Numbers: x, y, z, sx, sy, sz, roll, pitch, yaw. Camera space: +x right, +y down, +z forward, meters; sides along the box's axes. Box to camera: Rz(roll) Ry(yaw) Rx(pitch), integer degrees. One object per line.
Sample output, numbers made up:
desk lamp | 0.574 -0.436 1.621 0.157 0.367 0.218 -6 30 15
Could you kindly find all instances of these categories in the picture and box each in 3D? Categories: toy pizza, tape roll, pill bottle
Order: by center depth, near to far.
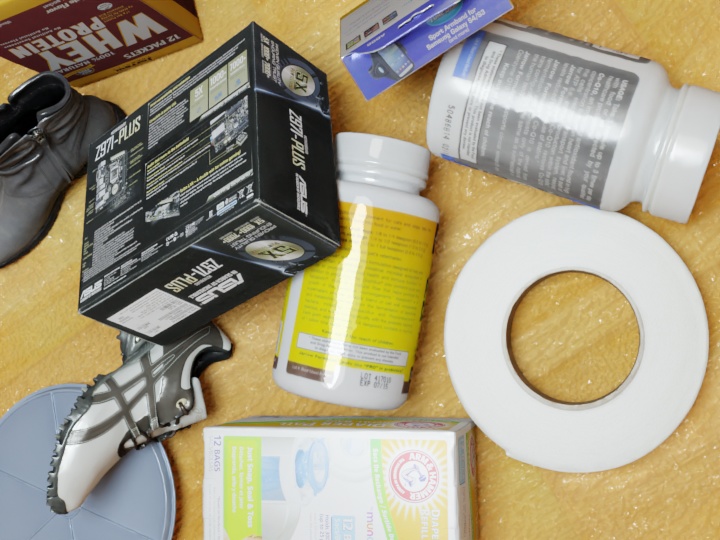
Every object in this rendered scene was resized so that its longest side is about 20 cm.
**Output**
pill bottle | 0.159 -0.110 0.750 0.198 0.114 0.115 20 92 15
tape roll | 0.163 0.052 0.780 0.201 0.037 0.205 -1 86 14
pill bottle | 0.000 0.000 0.788 0.108 0.109 0.202 10 89 15
toy pizza | -0.247 0.199 0.883 0.198 0.032 0.203 -1 86 16

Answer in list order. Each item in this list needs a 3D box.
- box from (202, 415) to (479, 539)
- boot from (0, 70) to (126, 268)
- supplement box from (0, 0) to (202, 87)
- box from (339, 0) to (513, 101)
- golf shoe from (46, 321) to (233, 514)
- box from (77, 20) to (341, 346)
box | -0.012 0.171 0.785 0.198 0.101 0.114 -1 87 15
boot | -0.297 -0.086 0.861 0.070 0.132 0.200 44 98 12
supplement box | -0.246 -0.282 0.824 0.132 0.197 0.202 -16 84 14
box | 0.043 -0.187 0.747 0.118 0.200 0.042 -31 112 12
golf shoe | -0.176 0.114 0.821 0.094 0.078 0.201 27 69 3
box | -0.119 -0.060 0.776 0.199 0.086 0.165 -28 52 31
